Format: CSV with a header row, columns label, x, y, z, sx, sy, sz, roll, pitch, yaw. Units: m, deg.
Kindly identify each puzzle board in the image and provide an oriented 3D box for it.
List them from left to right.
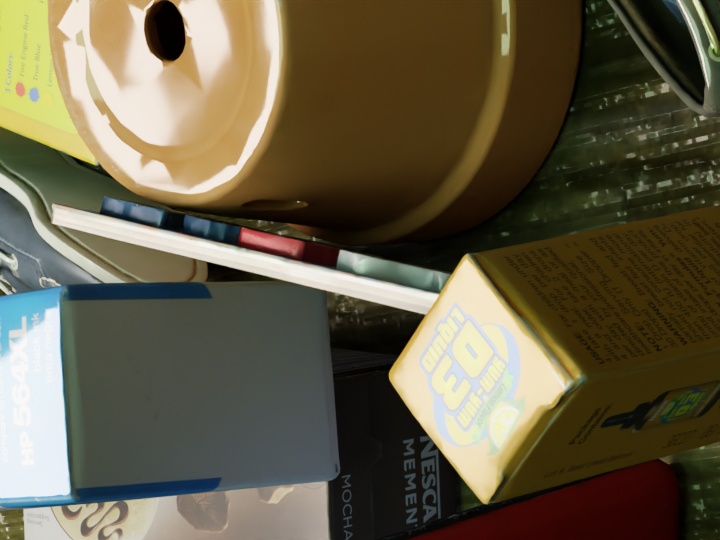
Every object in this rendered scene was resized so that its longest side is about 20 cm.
label,x,y,z,sx,sy,sz,roll,pitch,yaw
puzzle board,0.000,0.000,1.089,0.199,0.150,0.017,14,92,35

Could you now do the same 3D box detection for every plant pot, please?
label,x,y,z,sx,sy,sz,roll,pitch,yaw
plant pot,-0.031,-0.101,1.117,0.200,0.140,0.201,12,107,42

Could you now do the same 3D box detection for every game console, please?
label,x,y,z,sx,sy,sz,roll,pitch,yaw
game console,0.021,0.162,1.077,0.118,0.200,0.173,10,106,41

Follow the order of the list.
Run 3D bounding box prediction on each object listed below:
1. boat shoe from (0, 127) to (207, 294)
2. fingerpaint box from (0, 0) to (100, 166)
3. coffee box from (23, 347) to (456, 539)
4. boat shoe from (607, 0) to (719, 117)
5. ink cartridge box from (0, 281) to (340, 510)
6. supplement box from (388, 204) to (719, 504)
label,x,y,z,sx,sy,sz,roll,pitch,yaw
boat shoe,-0.144,-0.013,1.288,0.200,0.075,0.062,30,116,38
fingerpaint box,-0.138,-0.168,1.252,0.166,0.073,0.201,21,112,39
coffee box,-0.056,0.090,1.220,0.199,0.080,0.114,5,98,43
boat shoe,0.096,-0.140,1.031,0.202,0.060,0.072,52,156,23
ink cartridge box,-0.130,0.054,1.129,0.199,0.146,0.085,-7,86,43
supplement box,0.106,0.022,0.967,0.069,0.200,0.067,50,128,24
